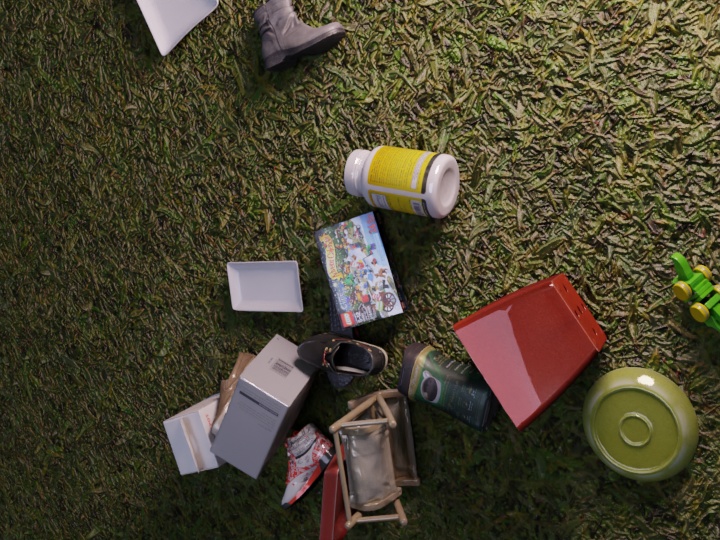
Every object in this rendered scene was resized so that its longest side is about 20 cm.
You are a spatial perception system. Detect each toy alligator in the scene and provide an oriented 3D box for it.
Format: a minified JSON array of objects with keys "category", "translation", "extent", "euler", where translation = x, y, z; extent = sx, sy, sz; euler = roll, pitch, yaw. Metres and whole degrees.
[{"category":"toy alligator","translation":[0.547,0.061,1.319],"extent":[0.201,0.059,0.054],"euler":[53,164,9]}]

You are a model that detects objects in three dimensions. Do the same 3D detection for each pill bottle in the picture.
[{"category":"pill bottle","translation":[0.073,-0.166,1.531],"extent":[0.196,0.112,0.115],"euler":[13,108,29]}]

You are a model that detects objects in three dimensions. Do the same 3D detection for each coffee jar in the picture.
[{"category":"coffee jar","translation":[0.164,0.215,1.578],"extent":[0.197,0.085,0.107],"euler":[22,115,26]}]

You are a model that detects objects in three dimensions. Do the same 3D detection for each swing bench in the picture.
[{"category":"swing bench","translation":[0.034,0.358,1.620],"extent":[0.126,0.200,0.204],"euler":[-7,98,12]}]

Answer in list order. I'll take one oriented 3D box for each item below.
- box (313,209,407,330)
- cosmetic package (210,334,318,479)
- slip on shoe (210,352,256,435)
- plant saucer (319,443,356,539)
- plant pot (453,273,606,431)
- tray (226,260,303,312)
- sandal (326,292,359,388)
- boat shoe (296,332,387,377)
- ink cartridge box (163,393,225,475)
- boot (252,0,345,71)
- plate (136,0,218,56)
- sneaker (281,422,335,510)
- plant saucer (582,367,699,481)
[{"category":"box","translation":[0.000,0.000,1.645],"extent":[0.134,0.038,0.205],"euler":[-17,92,21]},{"category":"cosmetic package","translation":[-0.193,0.280,1.744],"extent":[0.121,0.200,0.203],"euler":[29,117,6]},{"category":"slip on shoe","translation":[-0.278,0.262,1.812],"extent":[0.060,0.202,0.077],"euler":[25,148,5]},{"category":"plant saucer","translation":[-0.040,0.444,1.694],"extent":[0.036,0.200,0.205],"euler":[9,107,13]},{"category":"plant pot","translation":[0.300,0.115,1.413],"extent":[0.175,0.199,0.202],"euler":[-37,81,22]},{"category":"tray","translation":[-0.203,0.033,1.810],"extent":[0.196,0.022,0.110],"euler":[0,102,33]},{"category":"sandal","translation":[-0.030,0.137,1.718],"extent":[0.073,0.045,0.206],"euler":[-1,87,27]},{"category":"boat shoe","translation":[-0.045,0.167,1.665],"extent":[0.197,0.063,0.076],"euler":[7,91,29]},{"category":"ink cartridge box","translation":[-0.330,0.356,1.861],"extent":[0.123,0.199,0.131],"euler":[-20,91,34]},{"category":"boot","translation":[-0.126,-0.477,1.616],"extent":[0.196,0.069,0.135],"euler":[-13,89,30]},{"category":"plate","translation":[-0.394,-0.595,1.778],"extent":[0.198,0.032,0.203],"euler":[-29,85,35]},{"category":"sneaker","translation":[-0.134,0.423,1.833],"extent":[0.108,0.067,0.203],"euler":[46,118,16]},{"category":"plant saucer","translation":[0.469,0.267,1.428],"extent":[0.196,0.031,0.205],"euler":[8,105,32]}]
